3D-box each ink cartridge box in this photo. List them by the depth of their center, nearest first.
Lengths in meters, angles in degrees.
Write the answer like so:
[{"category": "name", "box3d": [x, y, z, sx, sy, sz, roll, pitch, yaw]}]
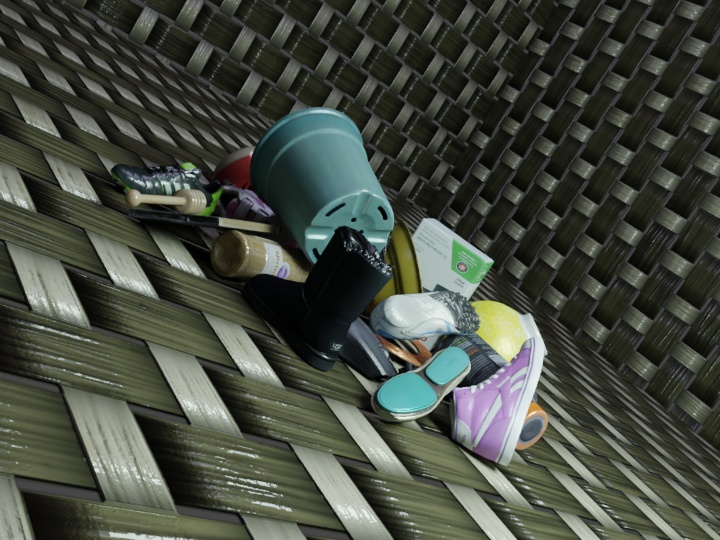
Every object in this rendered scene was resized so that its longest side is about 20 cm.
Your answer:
[{"category": "ink cartridge box", "box3d": [0.128, 0.026, 1.577, 0.146, 0.202, 0.083, 35, 13, 14]}]

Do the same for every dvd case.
[{"category": "dvd case", "box3d": [-0.222, -0.070, 1.252, 0.147, 0.016, 0.200, 6, 2, 20]}]

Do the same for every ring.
[{"category": "ring", "box3d": [0.042, 0.108, 1.436, 0.199, 0.019, 0.201, 34, 9, -6]}]

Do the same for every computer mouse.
[{"category": "computer mouse", "box3d": [0.007, 0.107, 1.230, 0.199, 0.053, 0.139, 34, 11, 1]}]

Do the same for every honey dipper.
[{"category": "honey dipper", "box3d": [-0.280, -0.102, 1.223, 0.038, 0.038, 0.200, 35, 10, 12]}]

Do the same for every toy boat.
[{"category": "toy boat", "box3d": [-0.195, -0.149, 1.672, 0.199, 0.130, 0.132, 23, 43, -46]}]

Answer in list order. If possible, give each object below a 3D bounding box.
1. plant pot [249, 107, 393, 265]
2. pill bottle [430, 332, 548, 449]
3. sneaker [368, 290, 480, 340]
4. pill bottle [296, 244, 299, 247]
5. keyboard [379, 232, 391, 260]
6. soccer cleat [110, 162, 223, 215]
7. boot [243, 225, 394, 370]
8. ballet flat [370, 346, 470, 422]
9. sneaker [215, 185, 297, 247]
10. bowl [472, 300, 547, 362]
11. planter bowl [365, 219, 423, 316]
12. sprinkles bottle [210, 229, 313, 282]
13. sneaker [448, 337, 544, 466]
[{"category": "plant pot", "box3d": [-0.050, -0.115, 1.334, 0.199, 0.201, 0.197, 24, 25, -43]}, {"category": "pill bottle", "box3d": [0.199, 0.186, 1.319, 0.106, 0.107, 0.200, 24, 14, -42]}, {"category": "sneaker", "box3d": [0.100, 0.072, 1.318, 0.198, 0.072, 0.073, 4, 67, -33]}, {"category": "pill bottle", "box3d": [-0.037, -0.018, 1.508, 0.110, 0.111, 0.199, 38, 11, 24]}, {"category": "keyboard", "box3d": [0.000, 0.000, 1.356, 0.040, 0.103, 0.202, 50, 39, -37]}, {"category": "soccer cleat", "box3d": [-0.297, -0.138, 1.324, 0.067, 0.082, 0.199, 40, 12, 36]}, {"category": "boot", "box3d": [-0.056, 0.011, 1.145, 0.076, 0.169, 0.200, 21, 15, -48]}, {"category": "ballet flat", "box3d": [0.081, 0.165, 1.140, 0.067, 0.063, 0.199, 43, 40, 24]}, {"category": "sneaker", "box3d": [-0.186, -0.084, 1.464, 0.199, 0.082, 0.088, 31, 8, 35]}, {"category": "bowl", "box3d": [0.270, 0.134, 1.535, 0.201, 0.107, 0.201, 59, 15, -26]}, {"category": "planter bowl", "box3d": [0.043, 0.022, 1.424, 0.082, 0.203, 0.201, -9, 20, -8]}, {"category": "sprinkles bottle", "box3d": [-0.139, -0.012, 1.278, 0.068, 0.069, 0.199, 38, 11, 27]}, {"category": "sneaker", "box3d": [0.189, 0.163, 1.211, 0.113, 0.202, 0.073, 21, -35, 12]}]
